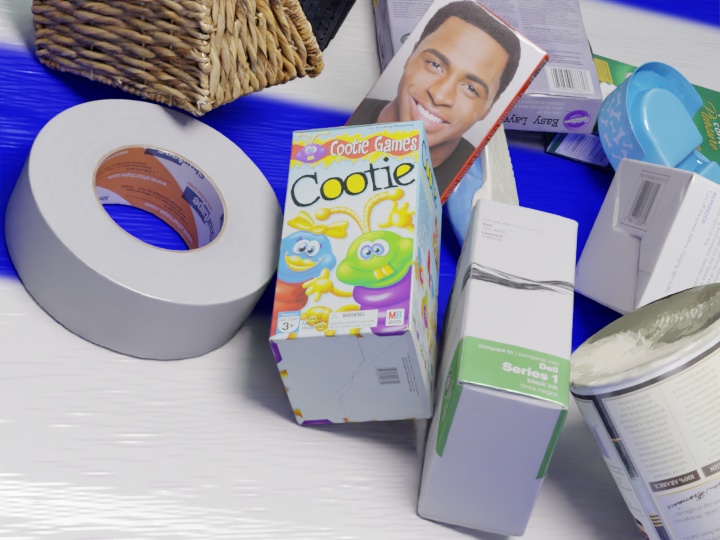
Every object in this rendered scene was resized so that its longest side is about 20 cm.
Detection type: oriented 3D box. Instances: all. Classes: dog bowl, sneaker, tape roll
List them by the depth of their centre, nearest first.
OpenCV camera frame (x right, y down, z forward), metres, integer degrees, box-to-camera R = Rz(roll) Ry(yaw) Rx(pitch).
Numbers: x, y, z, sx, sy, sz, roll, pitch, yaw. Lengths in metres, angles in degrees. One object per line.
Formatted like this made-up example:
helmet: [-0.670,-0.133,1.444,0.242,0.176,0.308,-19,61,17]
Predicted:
tape roll: [-0.158,-0.032,1.389,0.199,0.066,0.201,18,42,-17]
sneaker: [0.066,-0.080,1.584,0.077,0.111,0.201,1,79,-65]
dog bowl: [0.282,-0.087,1.687,0.111,0.049,0.201,-38,99,-43]

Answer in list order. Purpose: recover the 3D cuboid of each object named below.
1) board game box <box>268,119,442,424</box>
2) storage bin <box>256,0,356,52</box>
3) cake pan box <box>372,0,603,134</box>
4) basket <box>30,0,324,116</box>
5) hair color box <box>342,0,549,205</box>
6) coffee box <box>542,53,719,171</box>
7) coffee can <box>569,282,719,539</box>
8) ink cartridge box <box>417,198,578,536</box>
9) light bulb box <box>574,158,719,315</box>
board game box: [0.000,0.000,1.387,0.102,0.105,0.201,-4,49,10]
storage bin: [-0.015,-0.311,1.662,0.093,0.135,0.201,30,63,-3]
cake pan box: [0.116,-0.207,1.715,0.198,0.052,0.185,2,49,-11]
basket: [-0.143,-0.223,1.479,0.199,0.144,0.149,20,30,35]
hair color box: [0.053,-0.120,1.509,0.101,0.201,0.061,36,7,5]
coffee box: [0.261,-0.139,1.781,0.199,0.044,0.123,13,44,-21]
coffee can: [0.253,0.131,1.367,0.146,0.146,0.201,-40,107,-49]
ink cartridge box: [0.102,0.068,1.386,0.084,0.147,0.201,12,43,-1]
light bulb box: [0.302,0.009,1.532,0.199,0.125,0.198,23,3,-12]
